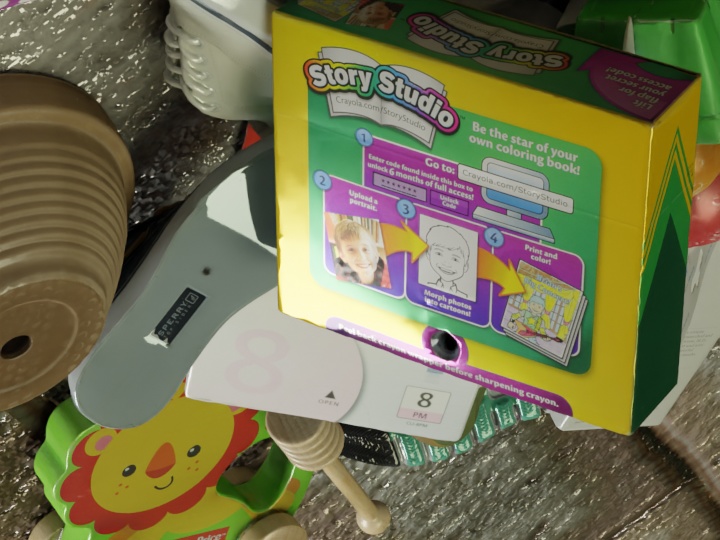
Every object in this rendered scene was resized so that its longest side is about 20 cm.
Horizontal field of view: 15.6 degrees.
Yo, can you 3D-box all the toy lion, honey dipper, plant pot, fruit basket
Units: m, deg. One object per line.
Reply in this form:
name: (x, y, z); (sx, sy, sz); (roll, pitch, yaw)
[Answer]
toy lion: (-0.107, 0.114, 1.582); (0.200, 0.069, 0.192); (-9, 133, -37)
honey dipper: (-0.012, 0.125, 1.625); (0.038, 0.038, 0.200); (-35, 151, -1)
plant pot: (-0.191, 0.005, 1.307); (0.201, 0.093, 0.201); (-25, 147, -17)
fruit basket: (0.153, -0.067, 1.317); (0.185, 0.094, 0.200); (-61, 153, -49)

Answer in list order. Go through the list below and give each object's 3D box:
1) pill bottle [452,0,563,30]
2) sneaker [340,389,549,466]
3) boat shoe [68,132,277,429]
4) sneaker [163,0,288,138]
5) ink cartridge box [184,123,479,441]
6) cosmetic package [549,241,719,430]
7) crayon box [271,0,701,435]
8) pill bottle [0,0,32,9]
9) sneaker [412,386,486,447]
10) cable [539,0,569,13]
pill bottle: (0.064, -0.069, 1.336); (0.116, 0.116, 0.200); (-24, 112, -19)
sneaker: (0.064, 0.071, 1.680); (0.200, 0.088, 0.074); (-11, 106, -2)
boat shoe: (-0.087, -0.014, 1.380); (0.071, 0.091, 0.200); (34, 110, -27)
sneaker: (-0.064, -0.110, 1.286); (0.071, 0.073, 0.200); (-45, 150, 5)
ink cartridge box: (0.000, 0.000, 1.440); (0.162, 0.057, 0.200); (10, 134, -7)
cosmetic package: (0.166, -0.011, 1.541); (0.081, 0.113, 0.200); (-2, 136, -30)
crayon box: (0.056, -0.034, 1.241); (0.058, 0.200, 0.173); (-42, 142, -46)
pill bottle: (-0.140, -0.168, 1.093); (0.200, 0.112, 0.112); (-19, 146, -25)
sneaker: (0.063, 0.033, 1.538); (0.067, 0.090, 0.200); (-34, 133, -35)
cable: (0.136, -0.172, 1.387); (0.200, 0.097, 0.050); (-39, -168, 10)
